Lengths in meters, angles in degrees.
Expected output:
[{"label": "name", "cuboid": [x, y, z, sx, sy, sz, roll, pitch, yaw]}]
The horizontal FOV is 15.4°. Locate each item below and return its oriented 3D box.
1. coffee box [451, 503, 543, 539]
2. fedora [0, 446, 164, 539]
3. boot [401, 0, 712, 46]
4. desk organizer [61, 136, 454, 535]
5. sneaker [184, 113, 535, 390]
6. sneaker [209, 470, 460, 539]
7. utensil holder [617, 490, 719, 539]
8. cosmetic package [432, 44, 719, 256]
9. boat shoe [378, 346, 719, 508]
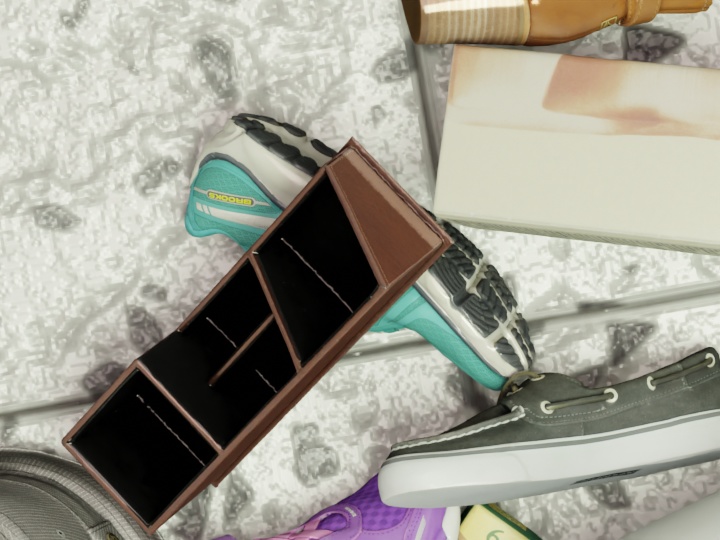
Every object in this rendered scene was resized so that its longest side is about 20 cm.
[{"label": "coffee box", "cuboid": [0.051, 0.228, 1.343, 0.123, 0.044, 0.200, 36, 92, 4]}, {"label": "fedora", "cuboid": [-0.177, 0.186, 1.339, 0.176, 0.090, 0.201, -26, 88, 4]}, {"label": "boot", "cuboid": [0.088, -0.204, 1.329, 0.155, 0.077, 0.201, -7, 62, -10]}, {"label": "desk organizer", "cuboid": [-0.053, 0.035, 1.297, 0.072, 0.077, 0.200, 46, 119, 4]}, {"label": "sneaker", "cuboid": [0.000, 0.000, 1.346, 0.200, 0.077, 0.080, 35, 110, 10]}, {"label": "sneaker", "cuboid": [-0.040, 0.158, 1.314, 0.200, 0.080, 0.089, -42, 118, -4]}, {"label": "utensil holder", "cuboid": [0.195, 0.179, 1.243, 0.199, 0.170, 0.171, -22, 88, -14]}, {"label": "cosmetic package", "cuboid": [0.146, -0.054, 1.290, 0.199, 0.103, 0.088, 7, 88, 15]}, {"label": "boat shoe", "cuboid": [0.097, 0.077, 1.308, 0.199, 0.069, 0.057, -7, 78, -24]}]
